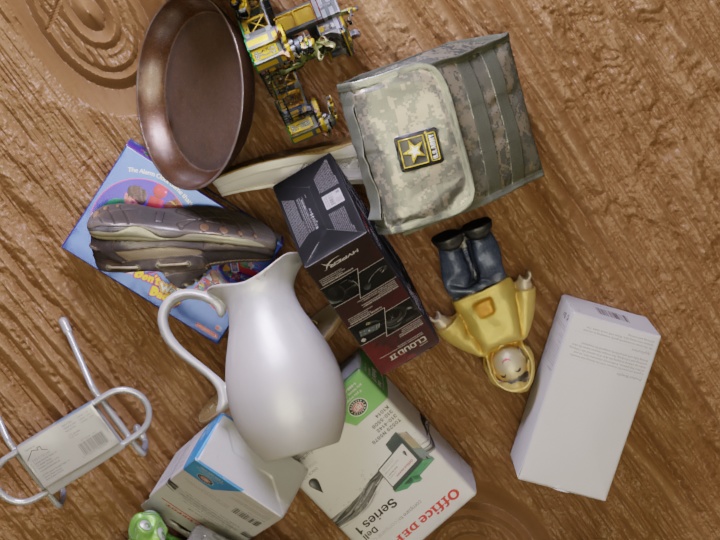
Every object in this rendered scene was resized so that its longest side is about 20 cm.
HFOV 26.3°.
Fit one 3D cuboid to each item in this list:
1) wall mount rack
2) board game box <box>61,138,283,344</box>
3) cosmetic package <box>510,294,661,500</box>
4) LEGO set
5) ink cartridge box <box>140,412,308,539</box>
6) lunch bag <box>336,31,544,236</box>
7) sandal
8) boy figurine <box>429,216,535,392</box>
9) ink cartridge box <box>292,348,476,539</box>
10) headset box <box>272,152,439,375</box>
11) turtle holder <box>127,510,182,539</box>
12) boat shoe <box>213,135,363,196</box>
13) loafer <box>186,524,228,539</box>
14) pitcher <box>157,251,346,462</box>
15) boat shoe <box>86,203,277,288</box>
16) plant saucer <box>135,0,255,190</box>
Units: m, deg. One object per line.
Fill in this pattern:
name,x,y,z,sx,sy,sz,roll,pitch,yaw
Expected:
wall mount rack,-0.332,0.161,1.706,0.200,0.075,0.174,-32,106,5
board game box,-0.202,-0.031,1.676,0.200,0.045,0.135,33,100,-9
cosmetic package,0.247,0.141,1.715,0.107,0.085,0.201,17,103,-6
LEGO set,-0.051,-0.234,1.563,0.116,0.154,0.200,-22,142,3
ink cartridge box,-0.154,0.240,1.699,0.116,0.200,0.068,35,57,-9
lunch bag,0.075,-0.140,1.583,0.200,0.117,0.165,-26,106,-36
sandal,-0.113,0.088,1.690,0.212,0.078,0.070,-42,110,12
boy figurine,0.137,0.047,1.700,0.124,0.064,0.201,-18,100,-1
ink cartridge box,0.013,0.213,1.722,0.146,0.084,0.200,-42,101,8
headset box,0.000,0.000,1.611,0.077,0.149,0.200,-29,131,5
turtle holder,-0.225,0.364,1.721,0.141,0.132,0.186,28,103,-8
boat shoe,-0.058,-0.097,1.653,0.199,0.071,0.070,-12,102,-1
loafer,-0.105,0.342,1.690,0.200,0.070,0.070,30,144,-16
pitcher,-0.111,0.099,1.603,0.171,0.121,0.201,-16,86,5
boat shoe,-0.187,-0.024,1.626,0.199,0.075,0.074,6,115,2
plant saucer,-0.165,-0.183,1.580,0.034,0.200,0.201,-5,107,-40
